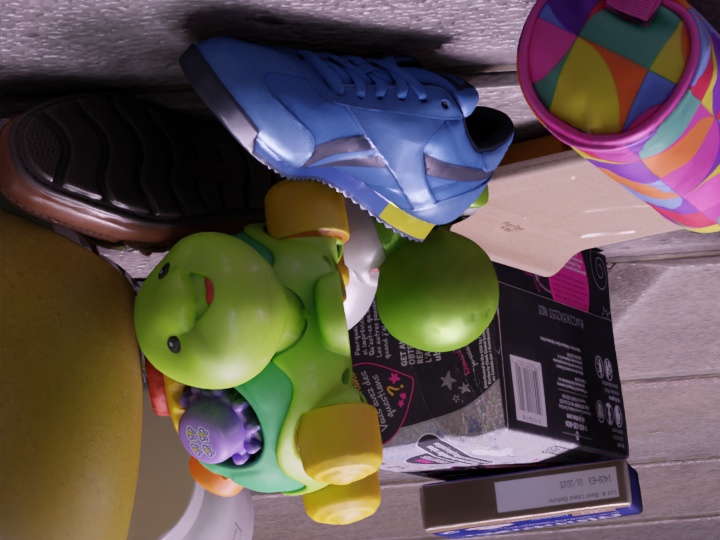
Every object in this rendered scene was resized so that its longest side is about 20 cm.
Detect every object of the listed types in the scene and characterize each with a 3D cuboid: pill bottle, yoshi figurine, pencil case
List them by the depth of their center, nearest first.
[{"bbox_3d":[0.132,-0.075,1.304,0.088,0.089,0.200,-10,169,18],"label":"pencil case"},{"bbox_3d":[0.000,0.014,1.492,0.112,0.112,0.200,40,142,-15],"label":"yoshi figurine"},{"bbox_3d":[-0.119,0.119,1.550,0.114,0.115,0.200,-6,168,1],"label":"pill bottle"}]

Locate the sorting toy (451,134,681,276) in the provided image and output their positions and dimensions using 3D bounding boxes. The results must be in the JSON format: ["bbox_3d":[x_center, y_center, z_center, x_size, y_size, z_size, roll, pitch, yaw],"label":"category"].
[{"bbox_3d":[0.145,-0.049,1.548,0.200,0.037,0.185,-17,164,27],"label":"sorting toy"}]

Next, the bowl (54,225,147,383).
[{"bbox_3d":[-0.192,0.027,1.585,0.200,0.094,0.201,-6,168,-1],"label":"bowl"}]

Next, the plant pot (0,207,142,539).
[{"bbox_3d":[-0.179,0.050,1.353,0.200,0.142,0.200,22,168,5],"label":"plant pot"}]

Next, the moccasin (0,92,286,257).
[{"bbox_3d":[-0.104,-0.041,1.386,0.078,0.074,0.201,-24,170,30],"label":"moccasin"}]

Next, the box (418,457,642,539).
[{"bbox_3d":[0.107,0.139,1.790,0.121,0.032,0.200,-8,174,7],"label":"box"}]

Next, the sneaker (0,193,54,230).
[{"bbox_3d":[-0.232,-0.019,1.415,0.200,0.067,0.090,3,170,-24],"label":"sneaker"}]

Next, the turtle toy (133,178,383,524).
[{"bbox_3d":[-0.049,0.035,1.346,0.101,0.146,0.200,-8,162,-2],"label":"turtle toy"}]

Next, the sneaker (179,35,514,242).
[{"bbox_3d":[-0.002,-0.075,1.313,0.078,0.066,0.200,-42,146,17],"label":"sneaker"}]

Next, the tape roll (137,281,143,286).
[{"bbox_3d":[-0.158,0.060,1.822,0.200,0.066,0.200,-6,168,-1],"label":"tape roll"}]

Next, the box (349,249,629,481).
[{"bbox_3d":[0.064,0.050,1.715,0.115,0.132,0.200,-11,168,24],"label":"box"}]
